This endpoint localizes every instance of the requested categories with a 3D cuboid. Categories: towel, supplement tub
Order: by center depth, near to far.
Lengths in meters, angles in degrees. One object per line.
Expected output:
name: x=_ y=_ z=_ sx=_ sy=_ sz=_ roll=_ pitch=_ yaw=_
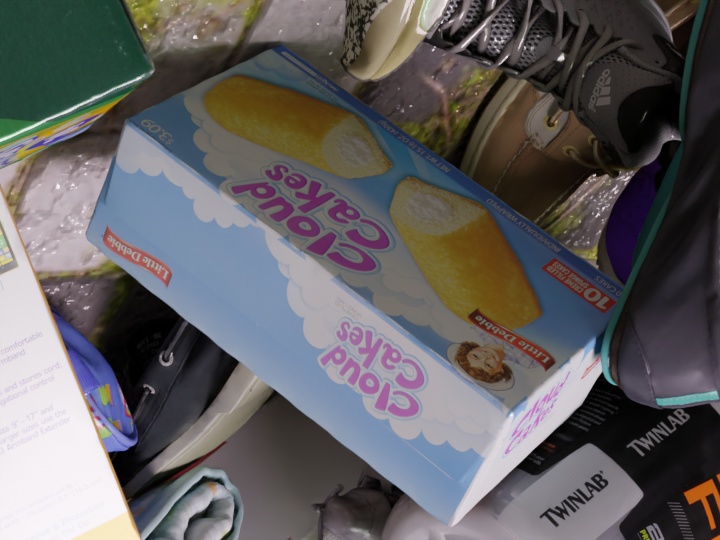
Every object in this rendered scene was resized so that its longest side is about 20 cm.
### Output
supplement tub: x=0.113 y=0.107 z=0.893 sx=0.200 sy=0.122 sz=0.123 roll=-32 pitch=150 yaw=-40
towel: x=-0.159 y=0.165 z=0.926 sx=0.170 sy=0.048 sz=0.200 roll=-26 pitch=-176 yaw=23

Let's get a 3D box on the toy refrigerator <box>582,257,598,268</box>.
toy refrigerator: x=0.046 y=0.024 z=1.022 sx=0.076 sy=0.071 sz=0.199 roll=-21 pitch=163 yaw=40

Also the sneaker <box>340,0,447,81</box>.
sneaker: x=-0.006 y=-0.170 z=0.749 sx=0.088 sy=0.077 sz=0.201 roll=-1 pitch=115 yaw=-15

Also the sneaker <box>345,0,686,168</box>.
sneaker: x=0.080 y=-0.102 z=0.845 sx=0.199 sy=0.116 sz=0.075 roll=16 pitch=116 yaw=-33

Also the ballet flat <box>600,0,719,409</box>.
ballet flat: x=0.157 y=-0.035 z=0.808 sx=0.073 sy=0.073 sz=0.201 roll=47 pitch=58 yaw=-57

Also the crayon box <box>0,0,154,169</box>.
crayon box: x=-0.181 y=-0.042 z=0.697 sx=0.199 sy=0.052 sz=0.126 roll=-26 pitch=-176 yaw=-18

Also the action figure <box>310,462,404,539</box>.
action figure: x=0.031 y=0.124 z=0.993 sx=0.200 sy=0.069 sz=0.131 roll=11 pitch=106 yaw=-58

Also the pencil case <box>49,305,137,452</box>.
pencil case: x=-0.195 y=0.099 z=0.883 sx=0.199 sy=0.078 sz=0.087 roll=-36 pitch=-179 yaw=-5

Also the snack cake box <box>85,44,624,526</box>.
snack cake box: x=0.000 y=0.000 z=0.820 sx=0.115 sy=0.200 sz=0.067 roll=-33 pitch=155 yaw=-51

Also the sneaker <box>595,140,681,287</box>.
sneaker: x=0.176 y=-0.062 z=1.005 sx=0.200 sy=0.069 sz=0.100 roll=-60 pitch=168 yaw=-48

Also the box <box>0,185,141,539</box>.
box: x=-0.178 y=0.049 z=0.807 sx=0.118 sy=0.041 sz=0.201 roll=-24 pitch=110 yaw=-16

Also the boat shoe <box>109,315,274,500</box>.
boat shoe: x=-0.082 y=0.047 z=0.941 sx=0.074 sy=0.066 sz=0.199 roll=-33 pitch=172 yaw=-34

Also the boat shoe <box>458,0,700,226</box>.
boat shoe: x=0.119 y=-0.083 z=0.980 sx=0.074 sy=0.066 sz=0.201 roll=4 pitch=128 yaw=-46

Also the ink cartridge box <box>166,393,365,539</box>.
ink cartridge box: x=-0.028 y=0.163 z=1.119 sx=0.146 sy=0.083 sz=0.200 roll=-38 pitch=147 yaw=-3

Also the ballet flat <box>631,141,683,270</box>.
ballet flat: x=0.185 y=-0.075 z=0.914 sx=0.068 sy=0.068 sz=0.201 roll=14 pitch=104 yaw=-19
